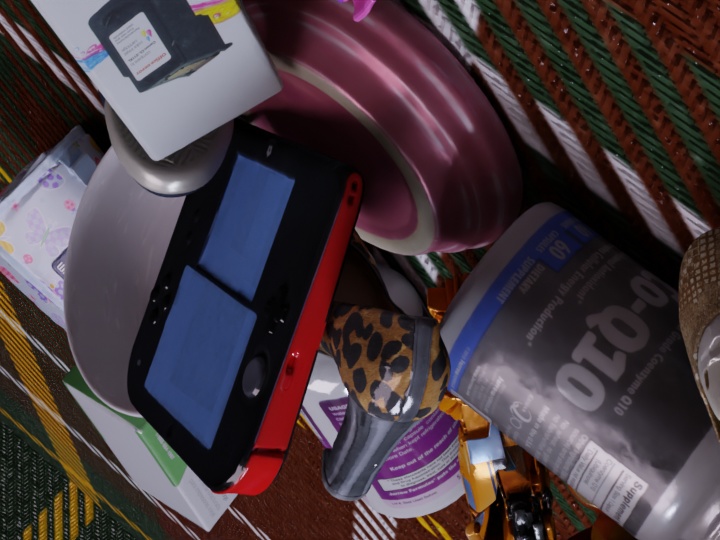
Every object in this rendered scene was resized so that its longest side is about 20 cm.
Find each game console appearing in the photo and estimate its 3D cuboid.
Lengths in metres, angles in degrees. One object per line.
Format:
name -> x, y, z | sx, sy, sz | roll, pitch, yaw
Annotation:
game console -> -0.069, 0.013, 0.840 | 0.031, 0.179, 0.200 | 13, -173, -27

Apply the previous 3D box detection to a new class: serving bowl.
serving bowl -> -0.104, -0.003, 0.986 | 0.199, 0.202, 0.065 | 23, -175, 43

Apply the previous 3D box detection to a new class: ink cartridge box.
ink cartridge box -> -0.124, -0.170, 0.751 | 0.147, 0.082, 0.200 | 62, -178, 28
ink cartridge box -> -0.097, 0.058, 1.106 | 0.084, 0.200, 0.147 | 25, 155, 32

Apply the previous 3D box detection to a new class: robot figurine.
robot figurine -> 0.085, 0.104, 0.973 | 0.057, 0.146, 0.201 | -8, 133, 8

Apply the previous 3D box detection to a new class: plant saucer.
plant saucer -> -0.002, -0.079, 0.865 | 0.200, 0.051, 0.201 | 38, 160, 16

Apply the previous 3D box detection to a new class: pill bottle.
pill bottle -> 0.006, 0.067, 1.057 | 0.112, 0.112, 0.201 | 21, 151, 46
pill bottle -> 0.142, 0.066, 0.791 | 0.199, 0.114, 0.114 | 37, 159, 15

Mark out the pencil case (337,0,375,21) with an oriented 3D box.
pencil case -> -0.042, -0.203, 0.644 | 0.200, 0.088, 0.088 | 46, 160, -5

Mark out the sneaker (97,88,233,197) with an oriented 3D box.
sneaker -> -0.115, -0.092, 0.910 | 0.201, 0.074, 0.085 | -107, 14, -48

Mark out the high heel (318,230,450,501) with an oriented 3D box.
high heel -> 0.000, 0.000, 0.805 | 0.143, 0.071, 0.202 | 118, 146, -52

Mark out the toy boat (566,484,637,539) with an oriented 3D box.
toy boat -> 0.153, 0.151, 0.889 | 0.200, 0.129, 0.132 | -27, -83, -75

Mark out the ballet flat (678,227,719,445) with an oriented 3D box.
ballet flat -> 0.189, 0.076, 0.687 | 0.065, 0.070, 0.202 | -5, -107, -66

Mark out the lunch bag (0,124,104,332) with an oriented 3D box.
lunch bag -> -0.228, -0.021, 1.308 | 0.170, 0.127, 0.199 | 45, 153, -14
